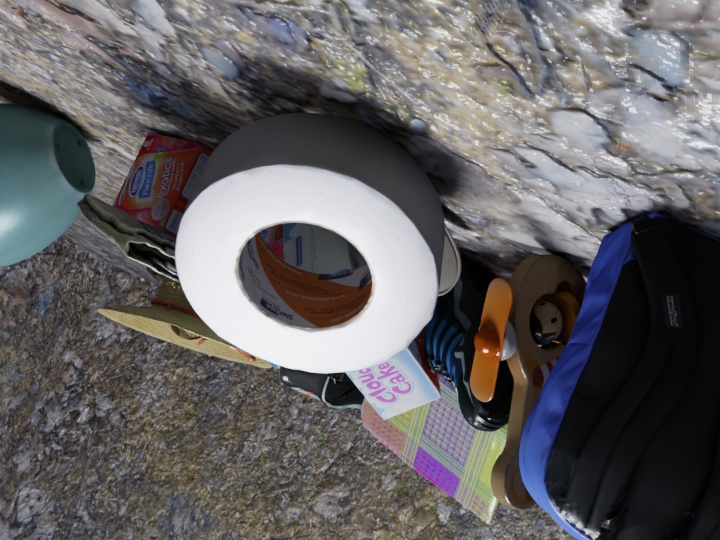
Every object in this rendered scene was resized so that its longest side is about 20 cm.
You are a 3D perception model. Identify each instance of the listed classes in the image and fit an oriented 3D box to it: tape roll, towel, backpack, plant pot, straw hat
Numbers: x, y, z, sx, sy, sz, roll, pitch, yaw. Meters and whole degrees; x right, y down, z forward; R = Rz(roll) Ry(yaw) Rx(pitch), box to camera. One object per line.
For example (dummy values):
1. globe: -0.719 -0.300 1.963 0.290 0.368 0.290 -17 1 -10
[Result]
1. tape roll: -0.036 -0.015 0.714 0.197 0.067 0.202 6 131 6
2. towel: 0.079 0.160 1.004 0.199 0.023 0.145 34 131 29
3. backpack: -0.014 0.082 1.199 0.150 0.179 0.199 21 -179 35
4. towel: -0.153 -0.008 0.867 0.192 0.035 0.200 31 179 -32
5. plant pot: -0.410 -0.121 1.175 0.133 0.202 0.200 -15 158 14
6. straw hat: -0.175 0.036 1.028 0.199 0.086 0.201 17 169 3
7. backpack: 0.200 0.094 0.627 0.161 0.202 0.168 23 171 5

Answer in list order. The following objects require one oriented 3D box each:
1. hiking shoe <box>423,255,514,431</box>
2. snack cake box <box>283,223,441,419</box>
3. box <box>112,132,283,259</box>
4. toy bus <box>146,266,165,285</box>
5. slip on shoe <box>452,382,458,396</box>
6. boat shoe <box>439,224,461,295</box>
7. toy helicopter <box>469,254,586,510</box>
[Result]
1. hiking shoe: 0.100 0.079 0.860 0.074 0.087 0.201 27 -147 -18
2. snack cake box: 0.003 0.032 0.890 0.067 0.116 0.201 -23 131 15
3. box: -0.163 -0.057 1.051 0.095 0.101 0.200 16 168 37
4. toy bus: -0.240 -0.057 1.235 0.191 0.136 0.200 39 173 20
5. slip on shoe: 0.109 0.073 0.966 0.073 0.062 0.200 6 -153 -21
6. boat shoe: 0.008 -0.051 0.783 0.199 0.067 0.057 37 -175 -31
7. toy helicopter: 0.133 0.085 0.749 0.131 0.203 0.078 19 169 -36
